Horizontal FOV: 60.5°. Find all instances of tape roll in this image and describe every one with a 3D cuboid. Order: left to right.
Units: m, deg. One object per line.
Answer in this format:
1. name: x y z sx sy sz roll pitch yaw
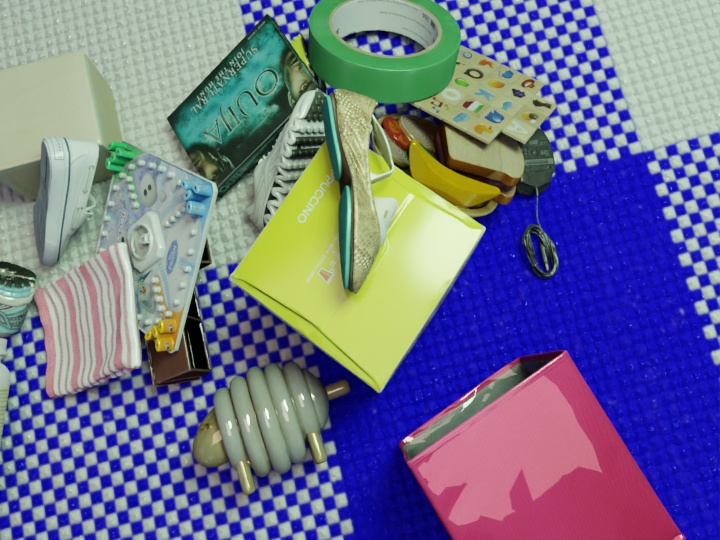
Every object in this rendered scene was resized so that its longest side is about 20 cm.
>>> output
1. tape roll: 0.030 -0.294 0.796 0.194 0.049 0.204 3 51 -3

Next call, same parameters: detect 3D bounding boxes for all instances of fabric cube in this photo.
1. fabric cube: 0.174 0.228 0.668 0.194 0.200 0.202 -33 82 -4

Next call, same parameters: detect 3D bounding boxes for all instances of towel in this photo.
1. towel: -0.339 0.067 0.760 0.197 0.030 0.151 -21 77 34

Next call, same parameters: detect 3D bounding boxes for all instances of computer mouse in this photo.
1. computer mouse: 0.227 -0.092 0.810 0.057 0.034 0.206 -2 84 -15

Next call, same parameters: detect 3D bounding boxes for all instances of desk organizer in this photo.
1. desk organizer: -0.227 0.032 0.771 0.076 0.071 0.206 -21 77 35

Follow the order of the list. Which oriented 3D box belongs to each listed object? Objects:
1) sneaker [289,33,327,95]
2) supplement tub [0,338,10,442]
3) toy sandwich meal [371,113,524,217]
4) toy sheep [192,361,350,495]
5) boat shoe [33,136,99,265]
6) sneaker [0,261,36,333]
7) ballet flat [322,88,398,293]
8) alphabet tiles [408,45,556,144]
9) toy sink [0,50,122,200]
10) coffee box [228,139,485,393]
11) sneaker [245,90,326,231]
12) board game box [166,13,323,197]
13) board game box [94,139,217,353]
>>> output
1. sneaker: -0.078 -0.208 0.832 0.079 0.074 0.205 -20 78 16
2. supplement tub: -0.504 0.180 0.737 0.140 0.145 0.206 3 80 3
3. toy sandwich meal: 0.109 -0.144 0.757 0.200 0.071 0.208 19 41 -17
4. toy sheep: -0.102 0.177 0.729 0.195 0.138 0.141 -18 79 -16
5. boat shoe: -0.368 -0.079 0.780 0.065 0.201 0.075 -8 59 -37
6. sneaker: -0.515 0.021 0.803 0.196 0.077 0.089 22 105 17
7. ballet flat: 0.005 -0.081 0.601 0.063 0.071 0.206 -4 81 -12
8. alphabet tiles: 0.146 -0.231 0.796 0.197 0.006 0.166 32 52 18
9. toy sink: -0.428 -0.180 0.816 0.195 0.112 0.134 -16 79 -5
10. coffee box: 0.000 0.000 0.717 0.198 0.198 0.202 34 83 8
11. sneaker: -0.096 -0.132 0.777 0.081 0.074 0.204 37 116 31
12. board game box: -0.154 -0.214 0.811 0.199 0.028 0.137 -40 72 15
13. board game box: -0.264 -0.034 0.742 0.197 0.026 0.205 25 104 33
